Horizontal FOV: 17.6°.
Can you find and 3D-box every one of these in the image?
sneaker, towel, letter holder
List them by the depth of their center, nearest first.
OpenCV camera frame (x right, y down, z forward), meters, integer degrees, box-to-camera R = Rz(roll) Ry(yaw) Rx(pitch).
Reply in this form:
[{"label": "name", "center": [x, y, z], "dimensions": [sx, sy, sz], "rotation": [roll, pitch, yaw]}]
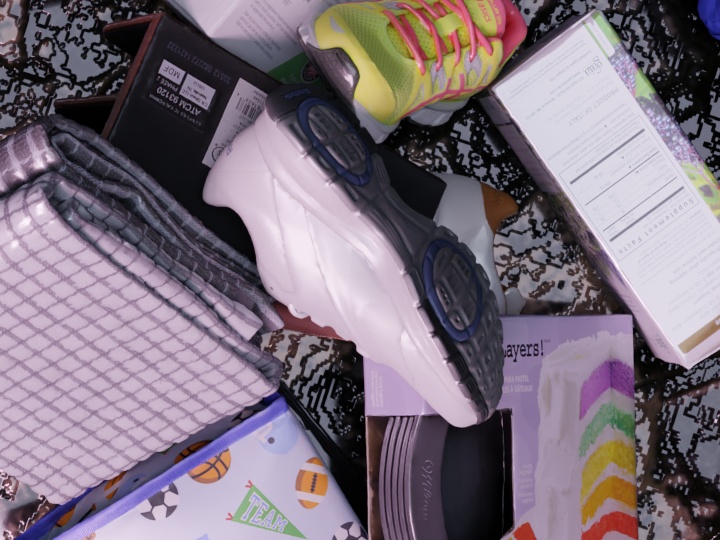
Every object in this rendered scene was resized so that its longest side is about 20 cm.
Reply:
[{"label": "towel", "center": [-0.154, 0.019, 1.189], "dimensions": [0.165, 0.086, 0.200], "rotation": [-29, 137, 23]}, {"label": "sneaker", "center": [0.000, 0.000, 1.200], "dimensions": [0.087, 0.074, 0.201], "rotation": [-35, 94, 33]}, {"label": "sneaker", "center": [0.034, -0.126, 1.269], "dimensions": [0.090, 0.200, 0.078], "rotation": [-33, 87, 22]}, {"label": "letter holder", "center": [-0.080, -0.048, 1.293], "dimensions": [0.199, 0.142, 0.101], "rotation": [29, 76, -28]}, {"label": "sneaker", "center": [0.054, 0.046, 1.354], "dimensions": [0.084, 0.073, 0.202], "rotation": [6, 97, -14]}]

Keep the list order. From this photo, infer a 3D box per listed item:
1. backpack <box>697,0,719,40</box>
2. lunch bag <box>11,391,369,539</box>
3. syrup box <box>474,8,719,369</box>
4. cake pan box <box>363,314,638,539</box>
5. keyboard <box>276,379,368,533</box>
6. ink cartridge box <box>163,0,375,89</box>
[{"label": "backpack", "center": [0.259, -0.207, 1.294], "dimensions": [0.161, 0.200, 0.169], "rotation": [-7, 93, -5]}, {"label": "lunch bag", "center": [-0.094, 0.185, 1.307], "dimensions": [0.199, 0.124, 0.171], "rotation": [-34, 97, -10]}, {"label": "syrup box", "center": [0.157, -0.047, 1.354], "dimensions": [0.081, 0.079, 0.201], "rotation": [-36, 95, -2]}, {"label": "cake pan box", "center": [0.079, 0.116, 1.300], "dimensions": [0.199, 0.052, 0.186], "rotation": [2, 85, -46]}, {"label": "keyboard", "center": [-0.077, 0.128, 1.376], "dimensions": [0.127, 0.021, 0.200], "rotation": [-40, 94, -3]}, {"label": "ink cartridge box", "center": [-0.020, -0.202, 1.292], "dimensions": [0.087, 0.145, 0.200], "rotation": [42, 91, 25]}]
